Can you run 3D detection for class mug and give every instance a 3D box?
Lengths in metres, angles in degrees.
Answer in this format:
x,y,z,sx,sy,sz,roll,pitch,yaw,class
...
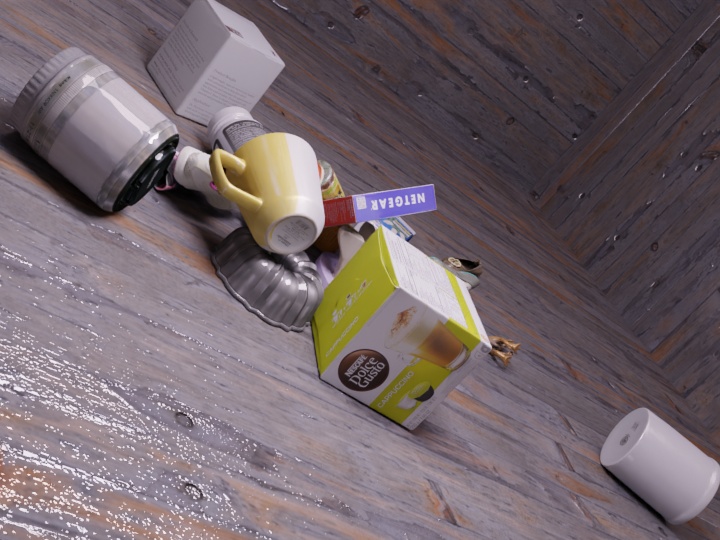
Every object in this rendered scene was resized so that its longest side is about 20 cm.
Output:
x,y,z,sx,sy,sz,roll,pitch,yaw,class
-0.140,-0.105,1.436,0.185,0.150,0.154,-5,47,-17,mug

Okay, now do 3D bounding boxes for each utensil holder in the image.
x,y,z,sx,sy,sz,roll,pitch,yaw,class
0.647,0.422,2.017,0.199,0.170,0.170,38,18,-3,utensil holder

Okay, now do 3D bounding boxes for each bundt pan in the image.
x,y,z,sx,sy,sz,roll,pitch,yaw,class
-0.138,0.001,1.495,0.201,0.076,0.202,38,19,-16,bundt pan

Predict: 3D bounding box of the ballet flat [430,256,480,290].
x,y,z,sx,sy,sz,roll,pitch,yaw,class
0.213,0.028,2.199,0.199,0.067,0.064,24,53,-42,ballet flat

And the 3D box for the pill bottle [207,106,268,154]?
x,y,z,sx,sy,sz,roll,pitch,yaw,class
-0.214,-0.217,1.764,0.113,0.114,0.201,22,27,-46,pill bottle

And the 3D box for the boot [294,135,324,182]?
x,y,z,sx,sy,sz,roll,pitch,yaw,class
-0.129,-0.127,1.667,0.075,0.201,0.107,17,-16,34,boot

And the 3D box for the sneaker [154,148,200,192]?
x,y,z,sx,sy,sz,roll,pitch,yaw,class
-0.312,-0.157,1.541,0.199,0.070,0.083,27,49,-46,sneaker

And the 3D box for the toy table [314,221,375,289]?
x,y,z,sx,sy,sz,roll,pitch,yaw,class
0.000,0.000,1.715,0.183,0.117,0.201,24,26,-43,toy table

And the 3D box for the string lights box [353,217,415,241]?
x,y,z,sx,sy,sz,roll,pitch,yaw,class
0.052,-0.083,2.094,0.103,0.059,0.200,44,19,2,string lights box

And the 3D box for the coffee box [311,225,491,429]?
x,y,z,sx,sy,sz,roll,pitch,yaw,class
0.056,0.090,1.493,0.197,0.200,0.201,33,21,-24,coffee box

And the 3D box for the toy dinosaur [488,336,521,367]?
x,y,z,sx,sy,sz,roll,pitch,yaw,class
0.291,0.164,2.066,0.106,0.061,0.199,25,-1,38,toy dinosaur

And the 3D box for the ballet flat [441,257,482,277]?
x,y,z,sx,sy,sz,roll,pitch,yaw,class
0.269,-0.013,2.402,0.067,0.046,0.199,50,20,25,ballet flat

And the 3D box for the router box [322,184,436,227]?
x,y,z,sx,sy,sz,roll,pitch,yaw,class
0.011,-0.117,1.733,0.199,0.179,0.049,-12,95,-38,router box

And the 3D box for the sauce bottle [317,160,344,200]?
x,y,z,sx,sy,sz,roll,pitch,yaw,class
-0.063,-0.150,1.908,0.065,0.065,0.200,52,-4,28,sauce bottle

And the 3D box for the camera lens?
x,y,z,sx,sy,sz,roll,pitch,yaw,class
-0.371,-0.196,1.322,0.200,0.160,0.160,41,18,-4,camera lens

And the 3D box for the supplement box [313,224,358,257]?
x,y,z,sx,sy,sz,roll,pitch,yaw,class
-0.050,-0.066,1.839,0.200,0.069,0.067,40,20,-11,supplement box

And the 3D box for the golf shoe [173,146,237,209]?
x,y,z,sx,sy,sz,roll,pitch,yaw,class
-0.223,-0.143,1.547,0.091,0.076,0.200,13,-5,31,golf shoe

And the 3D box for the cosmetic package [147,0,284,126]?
x,y,z,sx,sy,sz,roll,pitch,yaw,class
-0.298,-0.421,1.913,0.164,0.200,0.165,18,30,-52,cosmetic package
